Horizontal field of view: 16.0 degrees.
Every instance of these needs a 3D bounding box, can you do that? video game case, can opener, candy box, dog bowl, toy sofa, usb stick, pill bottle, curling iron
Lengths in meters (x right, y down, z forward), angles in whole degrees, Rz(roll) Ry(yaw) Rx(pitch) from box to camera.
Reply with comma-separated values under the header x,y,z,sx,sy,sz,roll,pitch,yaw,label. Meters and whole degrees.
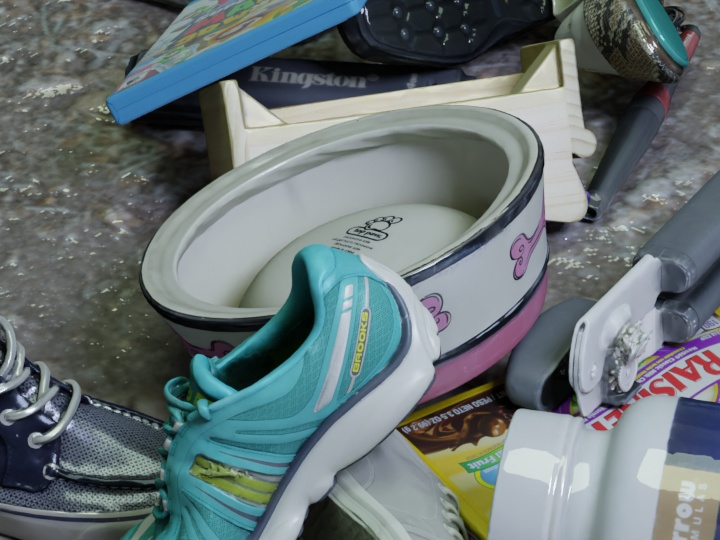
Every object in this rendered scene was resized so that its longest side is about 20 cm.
x,y,z,sx,sy,sz,roll,pitch,yaw,label
-0.051,-0.141,1.385,0.143,0.018,0.200,-24,14,17,video game case
0.139,0.004,1.229,0.066,0.053,0.200,17,35,31,can opener
0.115,0.074,1.192,0.200,0.026,0.102,-20,40,-26,candy box
0.000,0.000,1.218,0.200,0.074,0.200,-17,25,8,dog bowl
0.018,-0.062,1.354,0.200,0.098,0.083,-9,3,-12,toy sofa
-0.035,-0.098,1.439,0.200,0.033,0.055,4,34,6,usb stick
0.157,0.111,1.058,0.200,0.111,0.111,8,35,10,pill bottle
0.151,-0.087,1.431,0.050,0.026,0.200,-9,34,26,curling iron

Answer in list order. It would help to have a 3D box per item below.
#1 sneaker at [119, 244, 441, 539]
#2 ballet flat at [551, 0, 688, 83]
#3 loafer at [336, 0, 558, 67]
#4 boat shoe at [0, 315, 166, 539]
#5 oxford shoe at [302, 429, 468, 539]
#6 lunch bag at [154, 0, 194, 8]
x,y,z,sx,sy,sz,roll,pitch,yaw,label
-0.056,0.072,1.084,0.200,0.080,0.078,-50,30,5,sneaker
0.143,-0.156,1.455,0.075,0.068,0.200,-29,33,23,ballet flat
0.046,-0.148,1.464,0.070,0.068,0.200,-16,3,38,loafer
-0.157,0.064,1.151,0.200,0.093,0.075,5,35,8,boat shoe
0.023,0.119,1.088,0.058,0.075,0.200,-16,32,-16,oxford shoe
-0.083,-0.254,1.549,0.200,0.168,0.139,20,39,27,lunch bag
